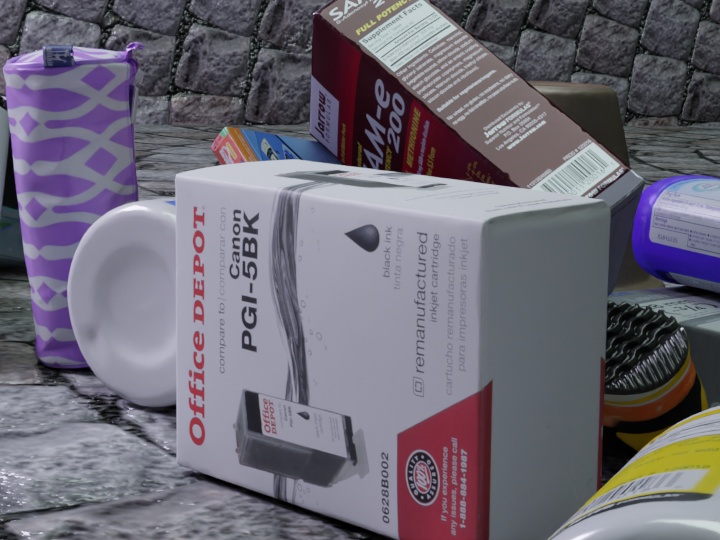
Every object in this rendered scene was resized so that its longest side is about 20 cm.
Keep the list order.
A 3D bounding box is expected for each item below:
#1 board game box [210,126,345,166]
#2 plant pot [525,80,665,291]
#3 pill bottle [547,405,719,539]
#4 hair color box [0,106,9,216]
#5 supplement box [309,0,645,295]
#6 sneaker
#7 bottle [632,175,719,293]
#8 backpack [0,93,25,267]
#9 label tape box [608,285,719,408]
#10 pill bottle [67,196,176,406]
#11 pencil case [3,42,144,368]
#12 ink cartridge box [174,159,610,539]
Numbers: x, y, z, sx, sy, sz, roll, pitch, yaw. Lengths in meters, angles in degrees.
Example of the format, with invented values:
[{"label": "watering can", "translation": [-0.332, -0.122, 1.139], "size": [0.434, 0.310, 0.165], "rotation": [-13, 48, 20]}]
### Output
[{"label": "board game box", "translation": [0.000, 0.000, 0.974], "size": [0.103, 0.019, 0.200], "rotation": [7, 42, -48]}, {"label": "plant pot", "translation": [0.115, -0.042, 1.209], "size": [0.199, 0.176, 0.200], "rotation": [2, 8, 0]}, {"label": "pill bottle", "translation": [0.111, 0.098, 0.495], "size": [0.111, 0.112, 0.200], "rotation": [6, 10, 22]}, {"label": "hair color box", "translation": [-0.282, -0.052, 1.105], "size": [0.099, 0.061, 0.201], "rotation": [36, 27, -30]}, {"label": "supplement box", "translation": [0.058, -0.064, 0.968], "size": [0.061, 0.109, 0.200], "rotation": [-36, 64, -24]}, {"label": "sneaker", "translation": [0.100, 0.056, 0.890], "size": [0.070, 0.090, 0.200], "rotation": [-39, 30, -20]}, {"label": "bottle", "translation": [0.240, -0.011, 0.972], "size": [0.083, 0.066, 0.200], "rotation": [1, 9, -30]}, {"label": "backpack", "translation": [-0.347, -0.083, 1.401], "size": [0.199, 0.154, 0.175], "rotation": [18, 5, 37]}, {"label": "label tape box", "translation": [0.191, 0.045, 1.022], "size": [0.144, 0.064, 0.199], "rotation": [-4, 11, -40]}, {"label": "pill bottle", "translation": [-0.066, 0.009, 1.024], "size": [0.113, 0.115, 0.200], "rotation": [8, 11, 32]}, {"label": "pencil case", "translation": [-0.163, -0.040, 1.049], "size": [0.085, 0.201, 0.084], "rotation": [-4, 15, -5]}, {"label": "ink cartridge box", "translation": [0.007, 0.033, 0.778], "size": [0.083, 0.148, 0.199], "rotation": [-9, 13, -43]}]
